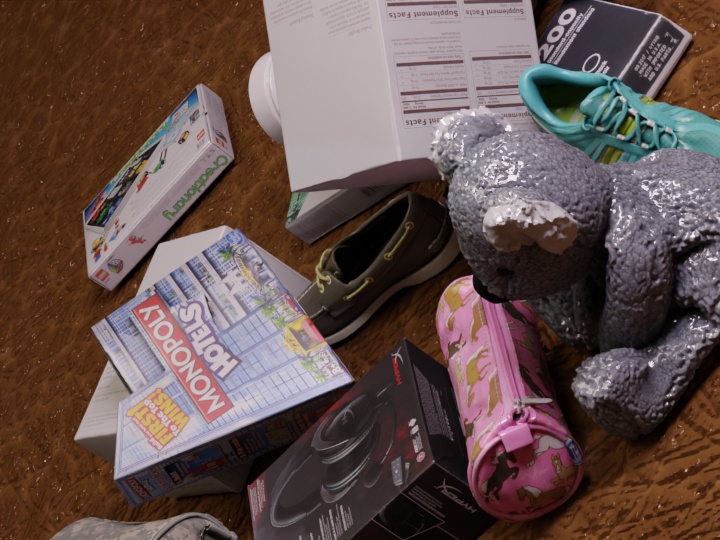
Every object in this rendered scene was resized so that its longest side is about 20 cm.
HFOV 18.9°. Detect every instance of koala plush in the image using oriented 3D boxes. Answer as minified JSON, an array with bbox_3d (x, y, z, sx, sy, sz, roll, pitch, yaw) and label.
[{"bbox_3d":[0.139,-0.028,1.417,0.184,0.199,0.178,-54,26,18],"label":"koala plush"}]

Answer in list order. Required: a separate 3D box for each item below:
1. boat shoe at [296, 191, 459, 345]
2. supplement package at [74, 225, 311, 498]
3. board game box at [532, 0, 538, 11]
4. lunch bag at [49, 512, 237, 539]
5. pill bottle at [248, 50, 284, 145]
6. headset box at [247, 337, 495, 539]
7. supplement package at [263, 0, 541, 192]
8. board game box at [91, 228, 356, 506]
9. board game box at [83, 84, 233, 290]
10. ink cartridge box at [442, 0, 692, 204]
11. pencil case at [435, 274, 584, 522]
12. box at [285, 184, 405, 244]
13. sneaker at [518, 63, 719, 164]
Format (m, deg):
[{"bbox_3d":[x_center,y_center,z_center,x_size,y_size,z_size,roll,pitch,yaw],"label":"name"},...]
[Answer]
[{"bbox_3d":[0.000,-0.002,1.790,0.201,0.060,0.072,-35,35,36],"label":"boat shoe"},{"bbox_3d":[-0.139,0.080,1.864,0.117,0.117,0.201,-13,50,54],"label":"supplement package"},{"bbox_3d":[0.113,-0.297,1.899,0.125,0.035,0.201,13,66,24],"label":"board game box"},{"bbox_3d":[-0.188,0.271,1.703,0.199,0.139,0.169,-10,52,54],"label":"lunch bag"},{"bbox_3d":[0.000,-0.175,1.849,0.199,0.119,0.120,-20,43,46],"label":"pill bottle"},{"bbox_3d":[0.000,0.172,1.577,0.200,0.077,0.149,-43,29,20],"label":"headset box"},{"bbox_3d":[0.032,-0.174,1.648,0.151,0.150,0.202,-12,85,55],"label":"supplement package"},{"bbox_3d":[-0.132,0.085,1.733,0.199,0.062,0.200,-34,61,-8],"label":"board game box"},{"bbox_3d":[-0.213,-0.087,2.250,0.200,0.035,0.127,-46,29,19],"label":"board game box"},{"bbox_3d":[0.147,-0.124,1.709,0.199,0.043,0.200,-57,25,-3],"label":"ink cartridge box"},{"bbox_3d":[0.101,0.082,1.506,0.087,0.082,0.201,-49,26,23],"label":"pencil case"},{"bbox_3d":[0.003,-0.135,1.964,0.144,0.036,0.201,-31,35,39],"label":"box"},{"bbox_3d":[0.191,-0.097,1.537,0.199,0.080,0.078,23,80,41],"label":"sneaker"}]
